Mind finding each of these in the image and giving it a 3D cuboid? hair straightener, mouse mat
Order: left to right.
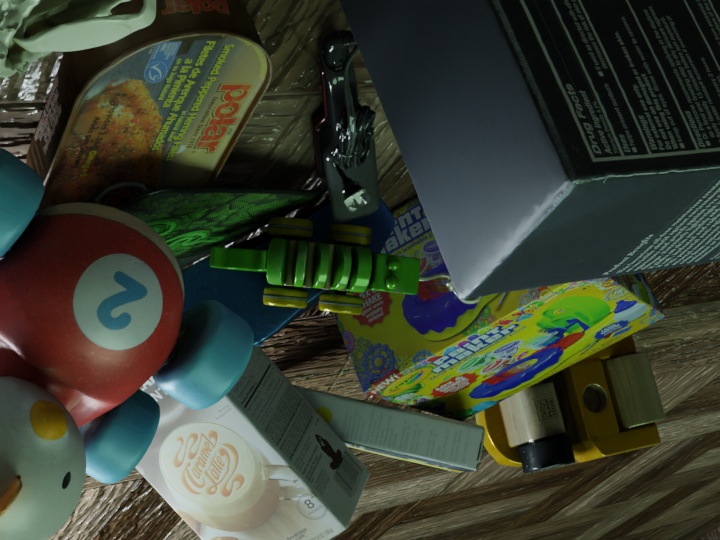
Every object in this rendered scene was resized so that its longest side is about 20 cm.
[{"bbox_3d":[-0.131,-0.019,0.905,0.160,0.008,0.200,-26,170,26],"label":"mouse mat"},{"bbox_3d":[0.000,-0.078,0.863,0.041,0.077,0.200,-15,157,-11],"label":"hair straightener"}]

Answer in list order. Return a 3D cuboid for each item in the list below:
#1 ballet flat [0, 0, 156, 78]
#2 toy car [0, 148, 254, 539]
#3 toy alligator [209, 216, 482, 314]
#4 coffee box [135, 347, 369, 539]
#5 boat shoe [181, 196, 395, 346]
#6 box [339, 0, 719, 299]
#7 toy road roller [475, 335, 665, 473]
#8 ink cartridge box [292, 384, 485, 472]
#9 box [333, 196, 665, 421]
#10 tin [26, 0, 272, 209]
[{"bbox_3d":[-0.093,-0.144,0.642,0.199,0.072,0.072,-25,158,6],"label":"ballet flat"},{"bbox_3d":[-0.178,0.077,0.755,0.184,0.200,0.177,37,122,-25],"label":"toy car"},{"bbox_3d":[0.000,0.000,0.951,0.199,0.060,0.054,6,179,-15],"label":"toy alligator"},{"bbox_3d":[-0.103,0.127,1.075,0.114,0.200,0.080,-35,-168,28],"label":"coffee box"},{"bbox_3d":[-0.065,0.014,1.001,0.199,0.085,0.069,-23,178,-11],"label":"boat shoe"},{"bbox_3d":[0.120,-0.107,0.747,0.198,0.201,0.123,-6,154,-32],"label":"box"},{"bbox_3d":[0.220,0.154,1.564,0.199,0.124,0.146,-9,169,-24],"label":"toy road roller"},{"bbox_3d":[0.000,0.131,1.200,0.199,0.047,0.198,11,173,2],"label":"ink cartridge box"},{"bbox_3d":[0.104,0.013,1.116,0.199,0.122,0.192,-30,156,19],"label":"box"},{"bbox_3d":[-0.121,-0.084,0.792,0.111,0.042,0.200,-4,153,-29],"label":"tin"}]
